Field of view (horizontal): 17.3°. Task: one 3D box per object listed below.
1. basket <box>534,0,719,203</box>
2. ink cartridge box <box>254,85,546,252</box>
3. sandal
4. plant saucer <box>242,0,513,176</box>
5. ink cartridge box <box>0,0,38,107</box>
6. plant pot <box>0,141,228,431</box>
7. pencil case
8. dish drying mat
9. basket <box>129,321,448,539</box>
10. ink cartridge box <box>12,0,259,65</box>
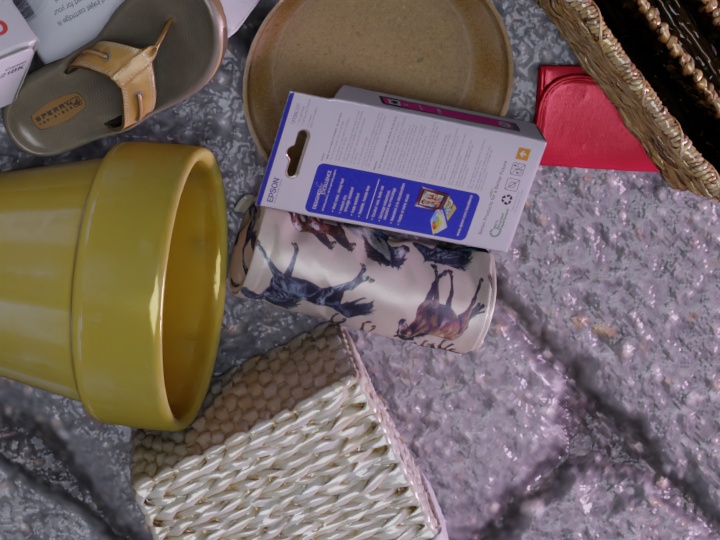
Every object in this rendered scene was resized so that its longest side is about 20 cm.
[{"bbox_3d":[0.239,-0.164,1.678,0.142,0.149,0.200,-37,97,-1],"label":"basket"},{"bbox_3d":[0.028,-0.076,1.713,0.199,0.037,0.095,9,117,-19],"label":"ink cartridge box"},{"bbox_3d":[-0.171,-0.129,1.610,0.199,0.054,0.081,-28,105,27],"label":"sandal"},{"bbox_3d":[0.011,-0.142,1.714,0.199,0.035,0.201,-5,119,-8],"label":"plant saucer"},{"bbox_3d":[-0.332,-0.183,1.591,0.144,0.084,0.200,-27,74,-30],"label":"ink cartridge box"},{"bbox_3d":[-0.206,0.006,1.678,0.188,0.201,0.202,4,105,10],"label":"plant pot"},{"bbox_3d":[0.000,0.000,1.746,0.199,0.090,0.078,15,131,-9],"label":"pencil case"},{"bbox_3d":[0.228,-0.111,1.769,0.199,0.018,0.077,3,105,-7],"label":"dish drying mat"},{"bbox_3d":[-0.057,0.162,1.720,0.197,0.200,0.162,-26,104,1],"label":"basket"},{"bbox_3d":[-0.182,-0.233,1.641,0.145,0.084,0.201,-23,108,25],"label":"ink cartridge box"}]
